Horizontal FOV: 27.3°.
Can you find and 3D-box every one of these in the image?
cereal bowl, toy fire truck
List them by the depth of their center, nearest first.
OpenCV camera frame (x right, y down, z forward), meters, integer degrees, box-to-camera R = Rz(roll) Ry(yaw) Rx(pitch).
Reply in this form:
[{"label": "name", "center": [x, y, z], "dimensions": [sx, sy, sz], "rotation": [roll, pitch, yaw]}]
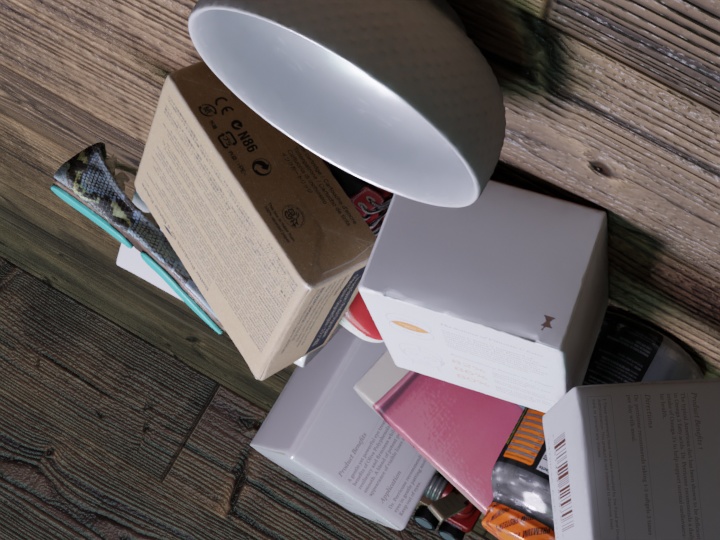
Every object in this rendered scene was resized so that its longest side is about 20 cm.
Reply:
[{"label": "cereal bowl", "center": [0.003, -0.125, 0.874], "dimensions": [0.199, 0.084, 0.200], "rotation": [29, 167, 7]}, {"label": "toy fire truck", "center": [0.123, 0.384, 2.550], "dimensions": [0.175, 0.129, 0.200], "rotation": [29, 156, 10]}]

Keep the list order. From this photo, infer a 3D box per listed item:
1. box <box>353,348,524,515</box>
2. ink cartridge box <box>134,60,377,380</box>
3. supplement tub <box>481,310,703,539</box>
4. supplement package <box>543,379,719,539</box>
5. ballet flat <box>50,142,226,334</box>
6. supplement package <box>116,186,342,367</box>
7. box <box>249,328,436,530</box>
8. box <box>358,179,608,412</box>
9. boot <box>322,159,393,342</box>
[{"label": "box", "center": [0.107, 0.162, 1.579], "dimensions": [0.200, 0.109, 0.128], "rotation": [41, 176, 20]}, {"label": "ink cartridge box", "center": [-0.084, -0.042, 1.142], "dimensions": [0.201, 0.075, 0.165], "rotation": [56, 151, 14]}, {"label": "supplement tub", "center": [0.187, 0.144, 1.219], "dimensions": [0.122, 0.201, 0.123], "rotation": [29, 168, 7]}, {"label": "supplement package", "center": [0.240, 0.144, 1.046], "dimensions": [0.199, 0.118, 0.117], "rotation": [-2, 164, -5]}, {"label": "ballet flat", "center": [-0.167, -0.034, 1.237], "dimensions": [0.200, 0.074, 0.074], "rotation": [41, 168, 3]}, {"label": "supplement package", "center": [-0.095, -0.028, 1.312], "dimensions": [0.199, 0.117, 0.117], "rotation": [29, 124, 12]}, {"label": "box", "center": [0.003, 0.178, 1.791], "dimensions": [0.171, 0.200, 0.200], "rotation": [34, 167, -14]}, {"label": "box", "center": [0.099, 0.019, 1.106], "dimensions": [0.151, 0.107, 0.200], "rotation": [17, 164, 14]}, {"label": "boot", "center": [0.006, -0.029, 1.147], "dimensions": [0.144, 0.072, 0.201], "rotation": [4, 123, 59]}]
